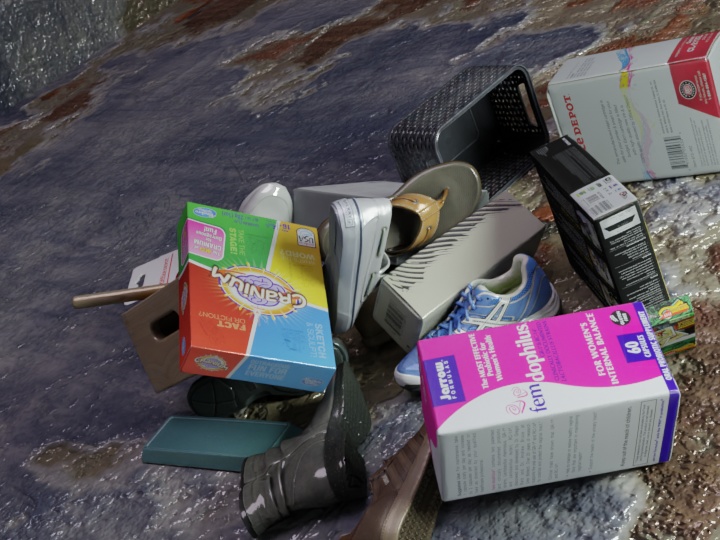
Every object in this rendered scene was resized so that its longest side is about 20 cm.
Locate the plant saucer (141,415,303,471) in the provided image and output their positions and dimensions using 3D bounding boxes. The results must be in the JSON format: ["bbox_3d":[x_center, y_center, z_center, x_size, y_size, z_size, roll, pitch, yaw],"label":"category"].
[{"bbox_3d":[-0.157,0.187,1.248,0.198,0.019,0.070,-3,33,38],"label":"plant saucer"}]

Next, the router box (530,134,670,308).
[{"bbox_3d":[0.246,-0.037,1.166,0.051,0.150,0.200,-24,27,1],"label":"router box"}]

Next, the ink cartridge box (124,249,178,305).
[{"bbox_3d":[-0.215,0.012,1.555,0.198,0.068,0.115,-21,26,7],"label":"ink cartridge box"}]

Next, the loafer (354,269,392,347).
[{"bbox_3d":[0.008,0.017,1.359,0.075,0.068,0.200,-26,27,-3],"label":"loafer"}]

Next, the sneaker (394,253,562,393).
[{"bbox_3d":[0.115,0.055,1.191,0.199,0.077,0.076,-33,29,-13],"label":"sneaker"}]

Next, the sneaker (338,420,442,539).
[{"bbox_3d":[0.045,0.181,1.030,0.075,0.071,0.200,-5,32,35],"label":"sneaker"}]

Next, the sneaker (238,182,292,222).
[{"bbox_3d":[-0.123,-0.010,1.430,0.074,0.202,0.100,8,22,-26],"label":"sneaker"}]

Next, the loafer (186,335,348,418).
[{"bbox_3d":[-0.104,0.108,1.293,0.198,0.072,0.063,-20,20,15],"label":"loafer"}]

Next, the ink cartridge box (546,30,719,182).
[{"bbox_3d":[0.343,-0.191,1.365,0.198,0.147,0.083,-4,32,35],"label":"ink cartridge box"}]

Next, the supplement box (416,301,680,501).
[{"bbox_3d":[0.153,0.110,0.956,0.198,0.104,0.102,-11,47,-1],"label":"supplement box"}]

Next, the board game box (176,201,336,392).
[{"bbox_3d":[-0.110,0.026,1.170,0.152,0.040,0.201,10,44,-21],"label":"board game box"}]

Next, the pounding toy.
[{"bbox_3d":[-0.188,0.041,1.299,0.183,0.143,0.199,-24,-3,-44],"label":"pounding toy"}]

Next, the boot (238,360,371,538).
[{"bbox_3d":[-0.061,0.173,1.141,0.130,0.068,0.201,-21,26,15],"label":"boot"}]

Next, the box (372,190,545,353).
[{"bbox_3d":[0.109,0.001,1.253,0.199,0.082,0.068,-35,67,-29],"label":"box"}]

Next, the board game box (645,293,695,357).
[{"bbox_3d":[0.211,0.080,1.049,0.198,0.105,0.024,-20,67,10],"label":"board game box"}]

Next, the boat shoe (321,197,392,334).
[{"bbox_3d":[0.000,0.000,1.207,0.066,0.201,0.074,-10,58,-13],"label":"boat shoe"}]

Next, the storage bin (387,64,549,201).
[{"bbox_3d":[0.146,-0.172,1.507,0.093,0.136,0.200,9,42,48],"label":"storage bin"}]

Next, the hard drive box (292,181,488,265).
[{"bbox_3d":[0.036,-0.063,1.404,0.155,0.078,0.199,-8,13,-39],"label":"hard drive box"}]

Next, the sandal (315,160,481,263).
[{"bbox_3d":[0.044,-0.057,1.251,0.198,0.083,0.055,-19,12,-4],"label":"sandal"}]
